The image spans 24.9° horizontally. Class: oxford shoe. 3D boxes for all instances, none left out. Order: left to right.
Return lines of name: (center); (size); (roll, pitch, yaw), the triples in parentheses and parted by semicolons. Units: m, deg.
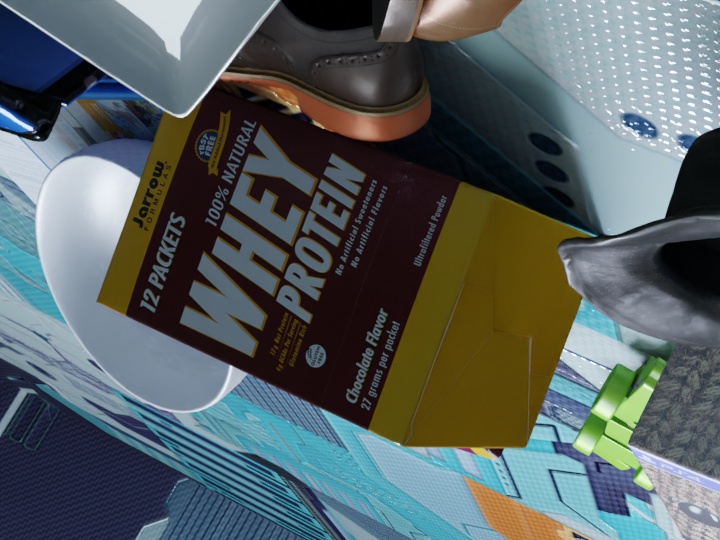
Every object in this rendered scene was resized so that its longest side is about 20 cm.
oxford shoe: (-0.045, -0.137, 0.857); (0.199, 0.071, 0.073); (24, 136, 29)
oxford shoe: (0.052, -0.149, 0.646); (0.070, 0.072, 0.200); (3, 166, -7)

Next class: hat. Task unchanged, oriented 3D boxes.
hat: (0.189, -0.022, 0.719); (0.198, 0.082, 0.201); (10, 165, 3)

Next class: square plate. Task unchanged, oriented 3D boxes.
square plate: (-0.111, -0.183, 0.725); (0.197, 0.029, 0.200); (33, 133, -17)

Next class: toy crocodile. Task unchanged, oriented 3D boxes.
toy crocodile: (0.195, 0.099, 1.130); (0.067, 0.062, 0.200); (28, 159, 8)

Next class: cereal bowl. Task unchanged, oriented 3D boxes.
cereal bowl: (-0.137, -0.005, 1.165); (0.199, 0.083, 0.202); (23, 129, 32)

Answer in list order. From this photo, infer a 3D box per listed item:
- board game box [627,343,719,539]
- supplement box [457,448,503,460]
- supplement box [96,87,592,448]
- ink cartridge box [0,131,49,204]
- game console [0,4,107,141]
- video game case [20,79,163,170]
board game box: (0.274, 0.131, 0.993); (0.158, 0.097, 0.200); (20, 161, 33)
supplement box: (0.020, 0.044, 1.181); (0.199, 0.104, 0.131); (12, 156, 50)
supplement box: (0.000, 0.000, 0.920); (0.198, 0.134, 0.197); (23, -176, 25)
ink cartridge box: (-0.221, -0.074, 1.368); (0.195, 0.044, 0.200); (18, 160, 30)
game console: (-0.247, -0.159, 0.979); (0.199, 0.119, 0.170); (17, 169, 37)
video game case: (-0.162, -0.090, 1.179); (0.198, 0.018, 0.143); (5, 150, 32)
